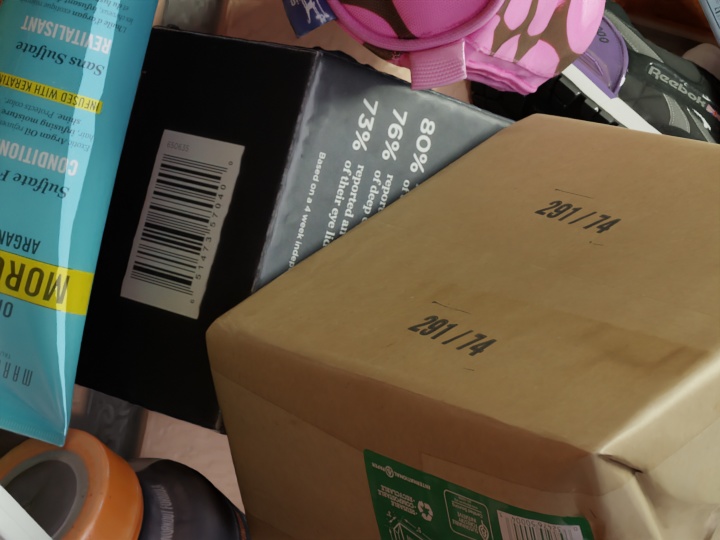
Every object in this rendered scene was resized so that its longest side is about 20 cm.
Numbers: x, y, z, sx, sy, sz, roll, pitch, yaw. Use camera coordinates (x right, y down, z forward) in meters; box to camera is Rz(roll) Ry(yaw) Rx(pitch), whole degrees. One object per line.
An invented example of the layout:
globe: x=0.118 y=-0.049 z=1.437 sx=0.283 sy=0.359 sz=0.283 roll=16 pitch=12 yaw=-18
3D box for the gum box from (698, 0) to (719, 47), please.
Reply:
gum box: x=0.217 y=-0.057 z=1.046 sx=0.045 sy=0.200 sz=0.170 roll=-28 pitch=135 yaw=15

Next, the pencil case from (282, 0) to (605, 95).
pencil case: x=0.042 y=-0.112 z=0.866 sx=0.094 sy=0.091 sz=0.200 roll=71 pitch=18 yaw=3

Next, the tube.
tube: x=-0.118 y=-0.042 z=0.829 sx=0.050 sy=0.077 sz=0.200 roll=46 pitch=60 yaw=-87

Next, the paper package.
paper package: x=0.077 y=0.038 z=0.784 sx=0.191 sy=0.200 sz=0.104 roll=-34 pitch=121 yaw=-31

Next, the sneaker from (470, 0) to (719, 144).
sneaker: x=0.149 y=-0.048 z=0.994 sx=0.088 sy=0.200 sz=0.076 roll=-37 pitch=166 yaw=-35

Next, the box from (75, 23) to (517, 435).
box: x=0.000 y=0.000 z=0.912 sx=0.200 sy=0.104 sz=0.148 roll=17 pitch=88 yaw=-44

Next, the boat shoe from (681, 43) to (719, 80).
boat shoe: x=0.190 y=-0.022 z=1.113 sx=0.066 sy=0.072 sz=0.200 roll=-45 pitch=119 yaw=-21

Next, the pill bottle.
pill bottle: x=-0.070 y=0.143 z=0.880 sx=0.106 sy=0.106 sz=0.200 roll=-56 pitch=131 yaw=-18

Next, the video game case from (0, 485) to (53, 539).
video game case: x=-0.132 y=0.153 z=0.808 sx=0.200 sy=0.143 sz=0.017 roll=54 pitch=32 yaw=-36
